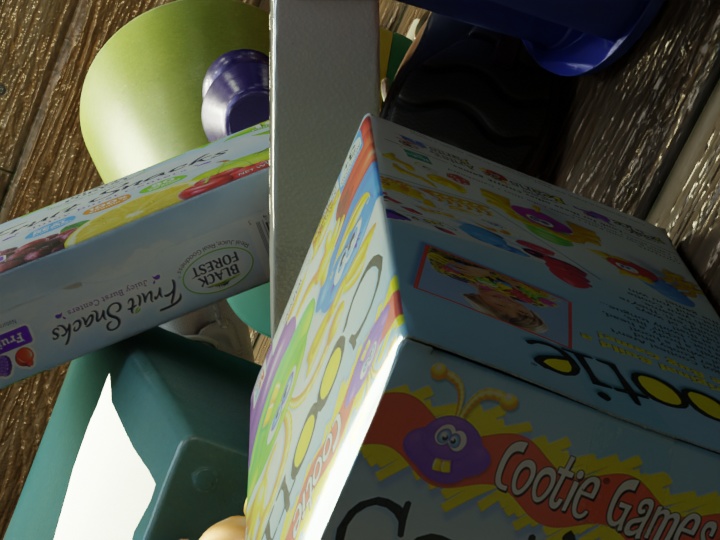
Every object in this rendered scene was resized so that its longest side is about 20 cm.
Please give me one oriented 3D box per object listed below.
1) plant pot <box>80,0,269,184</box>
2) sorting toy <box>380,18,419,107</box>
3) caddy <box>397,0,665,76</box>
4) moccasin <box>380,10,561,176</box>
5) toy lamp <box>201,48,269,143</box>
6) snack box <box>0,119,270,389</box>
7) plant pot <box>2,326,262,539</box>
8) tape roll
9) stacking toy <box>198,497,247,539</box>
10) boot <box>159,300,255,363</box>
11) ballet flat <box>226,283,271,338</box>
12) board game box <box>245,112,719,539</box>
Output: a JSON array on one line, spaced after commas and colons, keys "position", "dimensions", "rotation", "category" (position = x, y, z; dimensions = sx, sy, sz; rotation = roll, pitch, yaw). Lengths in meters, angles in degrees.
[{"position": [-0.102, -0.072, 1.466], "dimensions": [0.187, 0.187, 0.200], "rotation": [-64, 25, 26], "category": "plant pot"}, {"position": [-0.009, -0.049, 1.110], "dimensions": [0.199, 0.069, 0.200], "rotation": [-125, 56, -79], "category": "sorting toy"}, {"position": [0.078, -0.176, 0.766], "dimensions": [0.141, 0.105, 0.200], "rotation": [-167, 85, -67], "category": "caddy"}, {"position": [0.042, -0.074, 0.847], "dimensions": [0.078, 0.074, 0.202], "rotation": [115, 171, -51], "category": "moccasin"}, {"position": [-0.062, -0.091, 1.117], "dimensions": [0.200, 0.058, 0.058], "rotation": [-122, 54, -81], "category": "toy lamp"}, {"position": [-0.108, -0.008, 0.914], "dimensions": [0.142, 0.200, 0.053], "rotation": [-134, 23, -78], "category": "snack box"}, {"position": [-0.067, 0.113, 0.880], "dimensions": [0.200, 0.141, 0.142], "rotation": [-160, 91, -76], "category": "plant pot"}, {"position": [-0.016, -0.059, 0.738], "dimensions": [0.203, 0.037, 0.203], "rotation": [180, 90, -88], "category": "tape roll"}, {"position": [0.009, 0.082, 0.671], "dimensions": [0.200, 0.116, 0.110], "rotation": [-58, -2, -24], "category": "stacking toy"}, {"position": [-0.083, 0.060, 1.096], "dimensions": [0.096, 0.073, 0.200], "rotation": [-139, 29, -74], "category": "boot"}, {"position": [0.000, 0.000, 0.955], "dimensions": [0.075, 0.068, 0.200], "rotation": [-38, 13, -19], "category": "ballet flat"}, {"position": [0.033, 0.045, 0.526], "dimensions": [0.200, 0.105, 0.103], "rotation": [-96, 27, -73], "category": "board game box"}]
